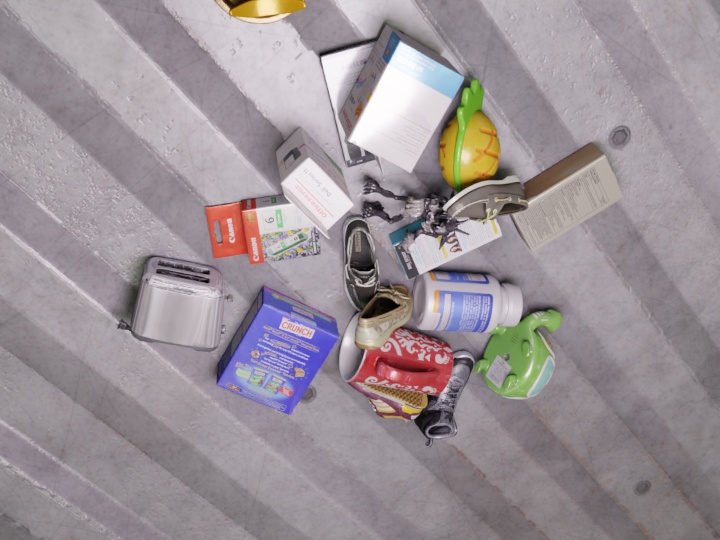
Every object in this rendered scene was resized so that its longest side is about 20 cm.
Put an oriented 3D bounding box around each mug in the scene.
[{"bbox_3d":[0.075,0.187,1.571,0.197,0.179,0.134,16,128,-22],"label":"mug"}]

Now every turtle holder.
[{"bbox_3d":[0.328,0.169,1.637,0.130,0.140,0.189,22,73,-35],"label":"turtle holder"}]

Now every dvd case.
[{"bbox_3d":[0.023,-0.291,1.391,0.148,0.025,0.203,-15,118,-2],"label":"dvd case"}]

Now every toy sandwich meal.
[{"bbox_3d":[-0.149,-0.472,1.240,0.201,0.071,0.209,-4,118,-8],"label":"toy sandwich meal"}]

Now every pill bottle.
[{"bbox_3d":[0.206,0.062,1.558,0.196,0.113,0.114,4,117,-12],"label":"pill bottle"}]

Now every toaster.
[{"bbox_3d":[-0.333,0.059,1.464,0.196,0.114,0.131,12,111,-13],"label":"toaster"}]

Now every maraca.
[{"bbox_3d":[0.189,-0.225,1.399,0.105,0.137,0.203,10,124,21],"label":"maraca"}]

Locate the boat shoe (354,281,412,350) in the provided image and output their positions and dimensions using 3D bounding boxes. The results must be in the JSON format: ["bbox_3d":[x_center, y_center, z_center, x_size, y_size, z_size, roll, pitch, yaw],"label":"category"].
[{"bbox_3d":[0.047,0.073,1.494,0.072,0.200,0.064,8,119,19],"label":"boat shoe"}]

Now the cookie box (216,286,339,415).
[{"bbox_3d":[-0.161,0.157,1.564,0.169,0.076,0.202,26,111,-21],"label":"cookie box"}]

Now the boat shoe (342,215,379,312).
[{"bbox_3d":[0.000,0.000,1.516,0.069,0.064,0.203,-11,119,-4],"label":"boat shoe"}]

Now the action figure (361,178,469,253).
[{"bbox_3d":[0.096,-0.093,1.429,0.197,0.102,0.121,18,126,13],"label":"action figure"}]

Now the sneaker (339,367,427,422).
[{"bbox_3d":[0.035,0.254,1.650,0.198,0.076,0.091,28,128,-10],"label":"sneaker"}]

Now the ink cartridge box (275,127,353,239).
[{"bbox_3d":[-0.076,-0.148,1.348,0.067,0.201,0.117,-40,117,12],"label":"ink cartridge box"}]

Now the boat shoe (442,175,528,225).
[{"bbox_3d":[0.222,-0.116,1.396,0.200,0.061,0.072,-17,165,-43],"label":"boat shoe"}]

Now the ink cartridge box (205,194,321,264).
[{"bbox_3d":[-0.174,-0.072,1.456,0.196,0.051,0.111,-9,119,-6],"label":"ink cartridge box"}]

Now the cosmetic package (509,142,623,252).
[{"bbox_3d":[0.375,-0.136,1.506,0.198,0.071,0.106,-30,118,7],"label":"cosmetic package"}]

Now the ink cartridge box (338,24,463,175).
[{"bbox_3d":[0.056,-0.270,1.321,0.124,0.129,0.202,23,111,-20],"label":"ink cartridge box"}]

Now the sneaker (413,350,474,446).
[{"bbox_3d":[0.182,0.269,1.660,0.075,0.114,0.202,24,111,-21],"label":"sneaker"}]

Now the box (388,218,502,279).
[{"bbox_3d":[0.159,-0.066,1.518,0.197,0.049,0.083,-25,119,3],"label":"box"}]
